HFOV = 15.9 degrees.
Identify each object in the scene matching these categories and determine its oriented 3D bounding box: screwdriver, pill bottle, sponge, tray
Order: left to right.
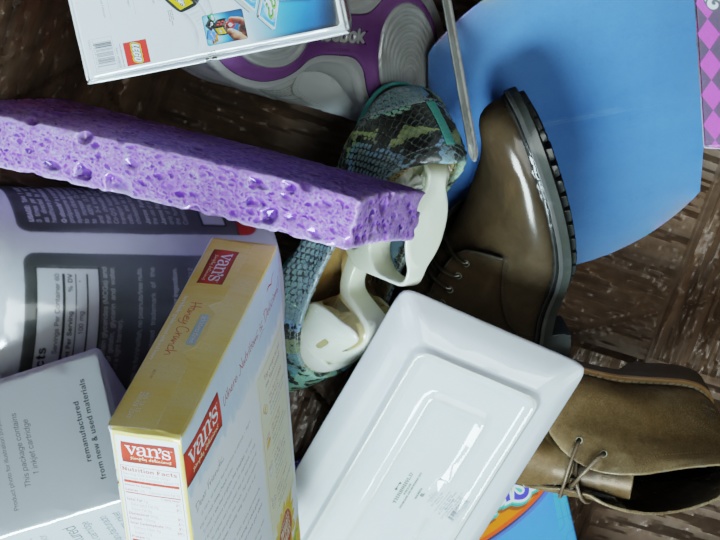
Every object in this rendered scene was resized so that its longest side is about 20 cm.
[{"bbox_3d":[-0.148,0.016,1.274,0.200,0.116,0.116,1,104,-23],"label":"pill bottle"},{"bbox_3d":[-0.078,-0.047,1.234,0.200,0.112,0.030,14,98,14],"label":"sponge"},{"bbox_3d":[0.025,0.110,1.339,0.107,0.022,0.200,22,117,-14],"label":"tray"},{"bbox_3d":[0.045,-0.151,1.303,0.029,0.028,0.200,-14,74,-1],"label":"screwdriver"}]

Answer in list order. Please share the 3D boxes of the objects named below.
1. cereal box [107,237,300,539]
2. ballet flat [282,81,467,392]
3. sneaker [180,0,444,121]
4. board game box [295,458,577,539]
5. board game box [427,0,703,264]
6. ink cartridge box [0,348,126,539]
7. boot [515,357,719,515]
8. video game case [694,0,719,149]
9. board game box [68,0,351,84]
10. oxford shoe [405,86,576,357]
[{"bbox_3d":[-0.069,0.105,1.208,0.039,0.144,0.200,7,128,14],"label":"cereal box"},{"bbox_3d":[0.000,0.000,1.321,0.074,0.074,0.200,6,125,-24],"label":"ballet flat"},{"bbox_3d":[-0.033,-0.123,1.312,0.200,0.100,0.075,13,92,-49],"label":"sneaker"},{"bbox_3d":[0.049,0.178,1.442,0.152,0.045,0.200,-21,111,-16],"label":"board game box"},{"bbox_3d":[0.106,-0.091,1.378,0.158,0.039,0.200,-11,130,-11],"label":"board game box"},{"bbox_3d":[-0.194,0.128,1.237,0.200,0.085,0.145,-17,153,3],"label":"ink cartridge box"},{"bbox_3d":[0.109,0.092,1.373,0.200,0.076,0.074,-1,127,-20],"label":"boot"},{"bbox_3d":[0.212,-0.183,1.353,0.036,0.181,0.200,2,110,23],"label":"video game case"},{"bbox_3d":[-0.084,-0.195,1.176,0.126,0.035,0.200,-10,104,5],"label":"board game box"},{"bbox_3d":[0.067,-0.007,1.357,0.084,0.073,0.200,-9,130,-10],"label":"oxford shoe"}]
